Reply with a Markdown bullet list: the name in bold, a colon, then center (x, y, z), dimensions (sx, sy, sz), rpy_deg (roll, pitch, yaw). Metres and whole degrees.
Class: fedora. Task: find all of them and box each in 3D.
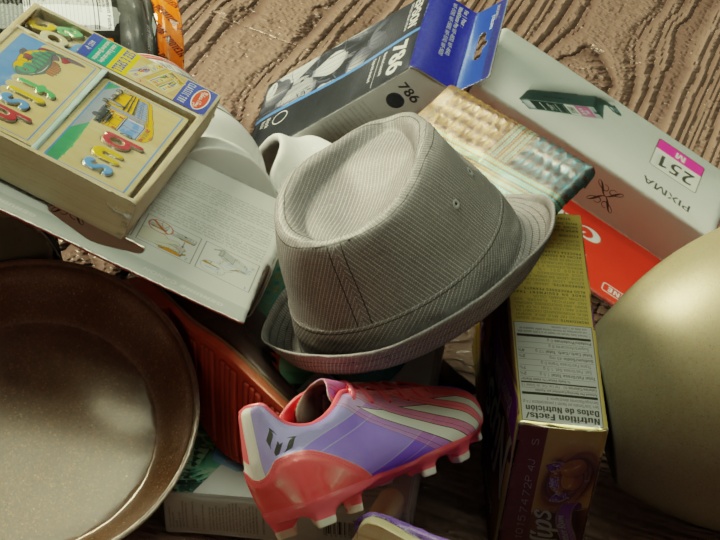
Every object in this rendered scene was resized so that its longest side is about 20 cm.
- **fedora**: center (0.015, -0.027, 1.523), dimensions (0.176, 0.091, 0.200), rpy_deg (-11, 26, 29)

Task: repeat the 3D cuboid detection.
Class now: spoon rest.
- **spoon rest**: center (-0.029, -0.056, 1.786), dimensions (0.099, 0.061, 0.200), rpy_deg (1, 7, -24)

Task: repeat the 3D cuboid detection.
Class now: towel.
- **towel**: center (0.030, -0.020, 1.637), dimensions (0.200, 0.022, 0.147), rpy_deg (-43, 44, -12)

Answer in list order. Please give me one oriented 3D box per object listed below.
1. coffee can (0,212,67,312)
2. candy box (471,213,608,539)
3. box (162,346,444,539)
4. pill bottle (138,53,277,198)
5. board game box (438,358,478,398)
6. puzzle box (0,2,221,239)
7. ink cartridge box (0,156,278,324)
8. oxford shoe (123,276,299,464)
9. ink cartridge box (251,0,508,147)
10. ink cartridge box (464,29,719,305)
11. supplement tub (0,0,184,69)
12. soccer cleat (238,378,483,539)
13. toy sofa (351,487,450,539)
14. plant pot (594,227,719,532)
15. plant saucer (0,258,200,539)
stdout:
- **coffee can**: center (-0.262, -0.030, 1.670), dimensions (0.146, 0.147, 0.200), rpy_deg (0, 32, -14)
- **candy box**: center (0.105, 0.070, 1.606), dimensions (0.056, 0.117, 0.200), rpy_deg (6, 39, -4)
- **box**: center (-0.030, 0.086, 1.614), dimensions (0.144, 0.036, 0.200), rpy_deg (5, 35, 6)
- **pill bottle**: center (-0.127, -0.063, 1.754), dimensions (0.115, 0.116, 0.200), rpy_deg (-3, 20, -19)
- **board game box**: center (-0.024, 0.045, 1.728), dimensions (0.104, 0.024, 0.200), rpy_deg (-17, 40, -32)
- **puzzle box**: center (-0.166, -0.091, 1.578), dimensions (0.133, 0.025, 0.200), rpy_deg (27, 24, 0)
- **ink cartridge box**: center (-0.146, -0.030, 1.559), dimensions (0.199, 0.044, 0.174), rpy_deg (25, 26, -3)
- **oxford shoe**: center (-0.069, 0.052, 1.575), dimensions (0.072, 0.071, 0.200), rpy_deg (-18, 39, -31)
- **ink cartridge box**: center (0.009, -0.132, 1.878), dimensions (0.200, 0.039, 0.100), rpy_deg (-27, 28, 30)
- **ink cartridge box**: center (0.150, -0.064, 1.853), dimensions (0.200, 0.044, 0.174), rpy_deg (33, 32, -2)
- **supplement tub**: center (-0.230, -0.149, 1.900), dimensions (0.199, 0.123, 0.123), rpy_deg (0, 32, -16)
- **soccer cleat**: center (0.004, 0.085, 1.483), dimensions (0.067, 0.077, 0.200), rpy_deg (-17, 4, 36)
- **toy sofa**: center (0.090, 0.178, 1.463), dimensions (0.199, 0.098, 0.083), rpy_deg (16, 32, 13)
- **plant pot**: center (0.209, 0.072, 1.599), dimensions (0.134, 0.201, 0.201), rpy_deg (-11, 32, 0)
- **plant saucer**: center (-0.190, 0.087, 1.539), dimensions (0.199, 0.037, 0.201), rpy_deg (-1, 60, 1)
